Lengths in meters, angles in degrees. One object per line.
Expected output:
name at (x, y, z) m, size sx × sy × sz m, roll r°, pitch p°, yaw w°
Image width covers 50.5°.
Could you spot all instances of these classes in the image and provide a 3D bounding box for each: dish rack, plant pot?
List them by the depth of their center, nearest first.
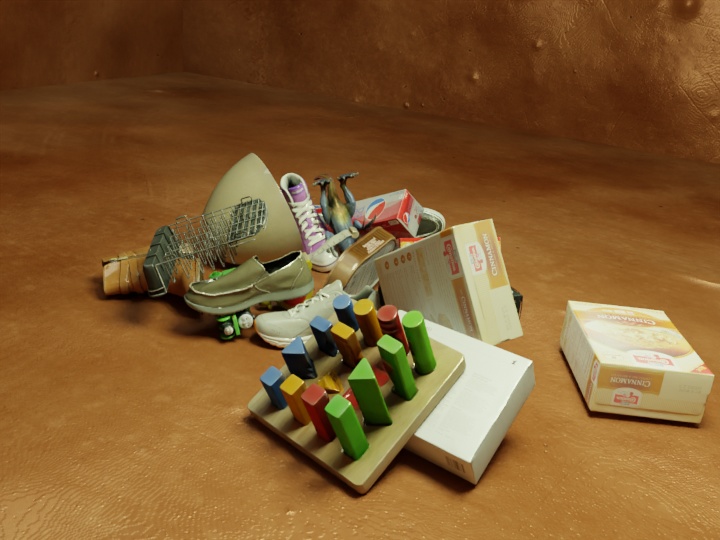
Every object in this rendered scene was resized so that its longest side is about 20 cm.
dish rack at (-0.228, -0.044, 1.145) m, size 0.195 × 0.056 × 0.155 m, roll -17°, pitch 29°, yaw 4°
plant pot at (-0.209, -0.089, 1.385) m, size 0.132 × 0.204 × 0.200 m, roll -30°, pitch 31°, yaw -13°

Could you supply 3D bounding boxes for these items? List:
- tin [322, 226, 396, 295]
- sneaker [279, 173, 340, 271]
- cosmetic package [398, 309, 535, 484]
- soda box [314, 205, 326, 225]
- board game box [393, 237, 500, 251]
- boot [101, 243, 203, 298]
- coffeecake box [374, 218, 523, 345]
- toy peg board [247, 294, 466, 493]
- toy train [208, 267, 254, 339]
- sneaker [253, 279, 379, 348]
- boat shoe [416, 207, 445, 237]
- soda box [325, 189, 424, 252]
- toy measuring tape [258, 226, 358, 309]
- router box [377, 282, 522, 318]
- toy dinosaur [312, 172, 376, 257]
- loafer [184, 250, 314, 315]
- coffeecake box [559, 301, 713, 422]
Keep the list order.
tin at (0.000, 0.000, 1.267) m, size 0.041 × 0.114 × 0.199 m, roll 33°, pitch 34°, yaw 13°
sneaker at (-0.104, -0.096, 1.424) m, size 0.071 × 0.115 × 0.202 m, roll -26°, pitch 57°, yaw -10°
cosmetic package at (0.089, 0.144, 0.917) m, size 0.197 × 0.052 × 0.151 m, roll 20°, pitch 57°, yaw 35°
soda box at (-0.123, -0.094, 1.556) m, size 0.194 × 0.065 × 0.068 m, roll 0°, pitch 22°, yaw -13°
board game box at (0.138, -0.030, 1.405) m, size 0.194 × 0.048 × 0.151 m, roll -1°, pitch -3°, yaw -19°
boot at (-0.332, 0.011, 1.218) m, size 0.151 × 0.079 × 0.201 m, roll -9°, pitch 32°, yaw -21°
coffeecake box at (0.113, 0.034, 1.038) m, size 0.072 × 0.158 × 0.199 m, roll -12°, pitch -5°, yaw -31°
toy peg board at (-0.015, 0.109, 0.884) m, size 0.197 × 0.099 × 0.200 m, roll 24°, pitch 57°, yaw 38°
toy train at (-0.201, 0.047, 1.187) m, size 0.055 × 0.043 × 0.200 m, roll -14°, pitch 25°, yaw -10°
sneaker at (-0.061, 0.058, 1.135) m, size 0.194 × 0.095 × 0.076 m, roll -2°, pitch 22°, yaw -16°
boat shoe at (0.081, -0.086, 1.588) m, size 0.194 × 0.073 × 0.064 m, roll -2°, pitch 19°, yaw 3°
soda box at (0.022, -0.093, 1.448) m, size 0.197 × 0.071 × 0.063 m, roll -9°, pitch -39°, yaw 42°
toy measuring tape at (-0.079, 0.008, 1.234) m, size 0.197 × 0.075 × 0.074 m, roll -32°, pitch 25°, yaw -1°
router box at (0.145, 0.047, 1.257) m, size 0.195 × 0.064 × 0.150 m, roll -5°, pitch 24°, yaw -26°
toy dinosaur at (-0.019, -0.082, 1.403) m, size 0.102 × 0.186 × 0.200 m, roll -13°, pitch 15°, yaw 0°
loafer at (-0.165, 0.011, 1.128) m, size 0.195 × 0.072 × 0.075 m, roll -12°, pitch 25°, yaw -21°
coffeecake box at (0.382, 0.124, 1.083) m, size 0.149 × 0.075 × 0.201 m, roll 7°, pitch 21°, yaw 0°
